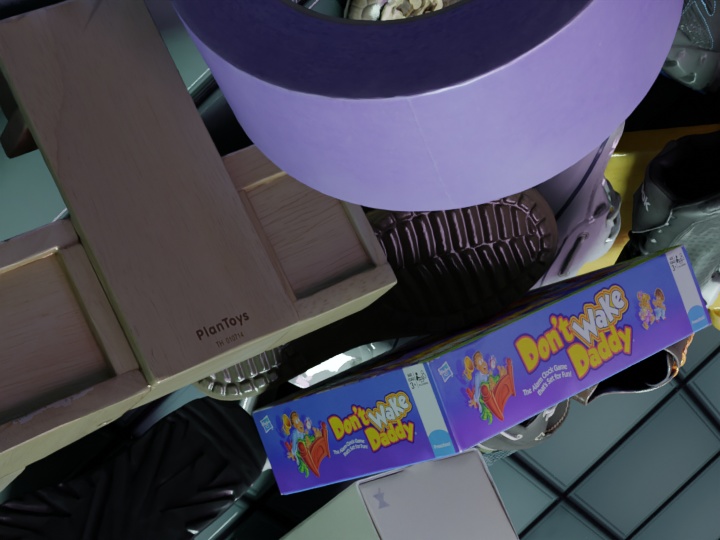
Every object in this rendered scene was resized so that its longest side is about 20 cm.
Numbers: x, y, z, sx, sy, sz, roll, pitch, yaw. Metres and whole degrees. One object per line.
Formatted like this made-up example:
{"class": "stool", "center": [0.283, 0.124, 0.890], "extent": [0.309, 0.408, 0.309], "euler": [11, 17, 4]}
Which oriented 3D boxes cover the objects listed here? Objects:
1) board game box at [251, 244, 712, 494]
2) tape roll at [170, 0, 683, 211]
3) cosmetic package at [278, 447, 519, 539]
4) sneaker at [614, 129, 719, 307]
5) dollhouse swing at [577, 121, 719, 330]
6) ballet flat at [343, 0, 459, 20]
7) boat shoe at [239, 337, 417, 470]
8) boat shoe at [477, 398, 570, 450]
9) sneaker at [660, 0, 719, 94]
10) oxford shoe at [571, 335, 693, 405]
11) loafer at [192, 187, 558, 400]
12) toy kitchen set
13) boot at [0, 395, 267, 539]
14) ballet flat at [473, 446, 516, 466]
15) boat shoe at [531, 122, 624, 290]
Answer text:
{"class": "board game box", "center": [0.063, 0.048, 0.981], "extent": [0.199, 0.045, 0.134], "euler": [-22, -178, -43]}
{"class": "tape roll", "center": [0.025, -0.130, 0.774], "extent": [0.200, 0.200, 0.085], "euler": [-38, 150, -6]}
{"class": "cosmetic package", "center": [-0.004, 0.189, 1.202], "extent": [0.103, 0.073, 0.200], "euler": [-11, 160, -39]}
{"class": "sneaker", "center": [0.178, -0.029, 1.085], "extent": [0.090, 0.067, 0.200], "euler": [24, 135, -27]}
{"class": "dollhouse swing", "center": [0.204, -0.077, 1.202], "extent": [0.200, 0.175, 0.183], "euler": [76, 25, -56]}
{"class": "ballet flat", "center": [0.047, -0.097, 0.988], "extent": [0.067, 0.046, 0.200], "euler": [-41, 149, -1]}
{"class": "boat shoe", "center": [-0.019, 0.040, 1.062], "extent": [0.065, 0.074, 0.201], "euler": [-19, 142, -39]}
{"class": "boat shoe", "center": [0.081, 0.068, 1.153], "extent": [0.200, 0.057, 0.067], "euler": [20, 70, -51]}
{"class": "sneaker", "center": [0.144, -0.153, 1.022], "extent": [0.200, 0.073, 0.082], "euler": [9, 107, -59]}
{"class": "oxford shoe", "center": [0.195, 0.046, 1.307], "extent": [0.199, 0.073, 0.072], "euler": [-18, 142, -34]}
{"class": "loafer", "center": [0.000, 0.000, 0.978], "extent": [0.199, 0.067, 0.076], "euler": [-18, 109, -3]}
{"class": "toy kitchen set", "center": [-0.130, -0.008, 0.871], "extent": [0.199, 0.164, 0.180], "euler": [-22, 172, -28]}
{"class": "boot", "center": [-0.148, 0.150, 0.988], "extent": [0.200, 0.077, 0.168], "euler": [-35, 175, -33]}
{"class": "ballet flat", "center": [0.041, 0.092, 1.206], "extent": [0.199, 0.074, 0.074], "euler": [15, 119, -51]}
{"class": "boat shoe", "center": [0.114, -0.035, 1.088], "extent": [0.066, 0.074, 0.200], "euler": [18, 146, -8]}
